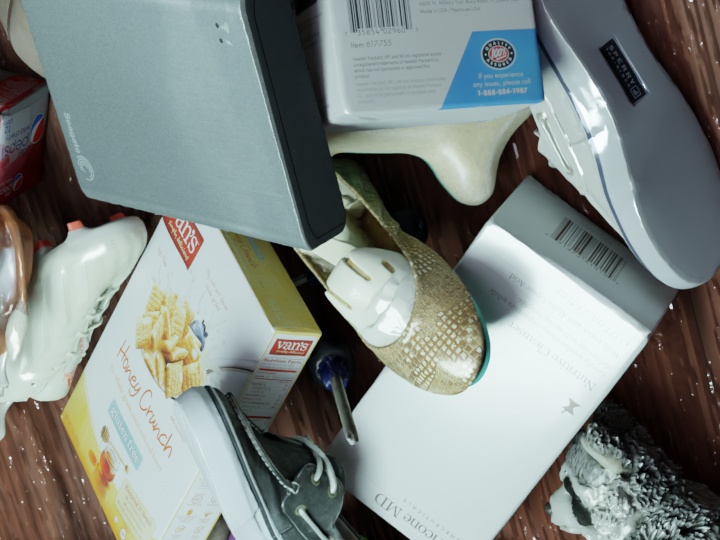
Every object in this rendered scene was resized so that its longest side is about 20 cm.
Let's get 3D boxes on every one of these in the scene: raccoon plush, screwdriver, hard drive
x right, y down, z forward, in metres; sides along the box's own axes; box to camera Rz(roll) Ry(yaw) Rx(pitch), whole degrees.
[{"bbox_3d":[0.205,0.131,1.288,0.199,0.097,0.135,-12,95,-4],"label":"raccoon plush"},{"bbox_3d":[-0.041,0.013,1.360,0.200,0.028,0.029,-30,68,30],"label":"screwdriver"},{"bbox_3d":[-0.097,-0.092,1.203,0.200,0.033,0.140,14,127,48],"label":"hard drive"},{"bbox_3d":[-0.013,0.069,1.270,0.028,0.200,0.029,9,107,-7],"label":"screwdriver"}]

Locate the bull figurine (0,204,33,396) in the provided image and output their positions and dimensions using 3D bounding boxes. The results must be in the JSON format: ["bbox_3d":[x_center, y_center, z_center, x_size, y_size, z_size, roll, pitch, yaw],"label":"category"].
[{"bbox_3d":[-0.257,0.019,1.383,0.200,0.065,0.122,-15,73,55],"label":"bull figurine"}]

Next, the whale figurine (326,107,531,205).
[{"bbox_3d":[-0.007,-0.111,1.264,0.199,0.104,0.160,26,85,-12],"label":"whale figurine"}]

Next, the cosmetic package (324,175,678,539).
[{"bbox_3d":[0.076,0.061,1.297,0.113,0.081,0.200,35,118,5],"label":"cosmetic package"}]

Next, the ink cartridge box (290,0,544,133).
[{"bbox_3d":[0.019,-0.177,1.185,0.068,0.115,0.201,166,99,-67],"label":"ink cartridge box"}]

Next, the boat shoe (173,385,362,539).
[{"bbox_3d":[-0.043,0.122,1.286,0.071,0.072,0.200,-29,137,-2],"label":"boat shoe"}]

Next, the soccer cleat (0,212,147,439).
[{"bbox_3d":[-0.186,0.034,1.402,0.200,0.069,0.078,-38,74,37],"label":"soccer cleat"}]

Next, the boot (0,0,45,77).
[{"bbox_3d":[-0.150,-0.190,1.282,0.146,0.070,0.200,48,139,14],"label":"boot"}]

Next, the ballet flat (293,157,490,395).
[{"bbox_3d":[0.000,0.000,1.251,0.071,0.065,0.200,-62,38,17],"label":"ballet flat"}]

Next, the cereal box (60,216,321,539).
[{"bbox_3d":[-0.104,0.062,1.354,0.200,0.039,0.144,-61,41,29],"label":"cereal box"}]

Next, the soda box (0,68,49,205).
[{"bbox_3d":[-0.291,-0.101,1.400,0.199,0.063,0.070,17,115,17],"label":"soda box"}]

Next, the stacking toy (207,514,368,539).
[{"bbox_3d":[0.000,0.192,1.390,0.199,0.085,0.086,3,111,14],"label":"stacking toy"}]

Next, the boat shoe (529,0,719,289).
[{"bbox_3d":[0.128,-0.078,1.237,0.070,0.071,0.201,-15,109,55],"label":"boat shoe"}]
